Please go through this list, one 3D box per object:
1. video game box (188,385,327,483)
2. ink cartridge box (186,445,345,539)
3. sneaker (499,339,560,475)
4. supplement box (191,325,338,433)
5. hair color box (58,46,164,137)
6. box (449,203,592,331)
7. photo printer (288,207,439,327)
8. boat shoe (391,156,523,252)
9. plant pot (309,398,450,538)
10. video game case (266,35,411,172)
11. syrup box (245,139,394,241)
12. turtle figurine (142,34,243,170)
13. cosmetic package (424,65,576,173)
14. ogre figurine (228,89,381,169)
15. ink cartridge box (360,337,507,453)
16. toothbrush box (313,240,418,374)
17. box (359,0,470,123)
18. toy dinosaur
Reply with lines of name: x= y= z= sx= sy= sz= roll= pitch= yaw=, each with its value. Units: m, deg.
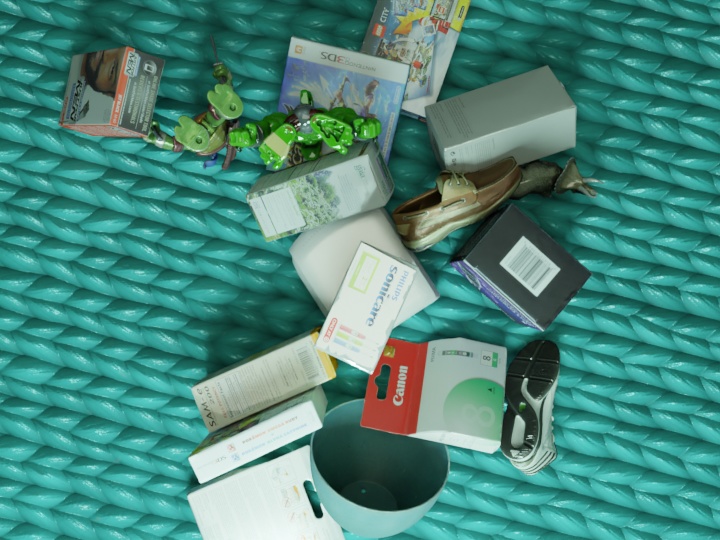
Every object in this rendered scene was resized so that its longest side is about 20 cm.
video game box: x=-0.138 y=0.223 z=1.173 sx=0.181 sy=0.200 sz=0.047 roll=-23 pitch=90 yaw=0
ink cartridge box: x=-0.143 y=0.373 z=1.252 sx=0.199 sy=0.047 sz=0.161 roll=-22 pitch=89 yaw=-5
sneaker: x=0.262 y=0.212 z=1.242 sx=0.075 sy=0.116 sz=0.202 roll=4 pitch=57 yaw=30
supplement box: x=-0.136 y=0.157 z=1.211 sx=0.199 sy=0.126 sz=0.074 roll=-24 pitch=90 yaw=1
hair color box: x=-0.363 y=-0.254 z=1.187 sx=0.064 sy=0.199 sz=0.112 roll=13 pitch=88 yaw=-42
box: x=0.221 y=-0.003 z=1.174 sx=0.148 sy=0.200 sz=0.104 roll=41 pitch=90 yaw=2
photo printer: x=0.000 y=0.000 z=1.240 sx=0.166 sy=0.069 sz=0.201 roll=-32 pitch=89 yaw=0
boat shoe: x=0.134 y=-0.104 z=1.174 sx=0.199 sy=0.076 sz=0.074 roll=-32 pitch=117 yaw=9
plant pot: x=0.019 y=0.305 z=1.192 sx=0.198 sy=0.201 sz=0.136 roll=11 pitch=128 yaw=0
video game case: x=-0.034 y=-0.229 z=1.231 sx=0.180 sy=0.045 sz=0.202 roll=14 pitch=105 yaw=3
syrup box: x=-0.057 y=-0.117 z=1.195 sx=0.198 sy=0.082 sz=0.079 roll=-16 pitch=112 yaw=18
turtle figurine: x=-0.245 y=-0.235 z=1.171 sx=0.143 sy=0.194 sz=0.202 roll=-13 pitch=101 yaw=-17
cosmetic package: x=0.206 y=-0.213 z=1.214 sx=0.198 sy=0.085 sz=0.108 roll=-16 pitch=49 yaw=0
ogre figurine: x=-0.072 y=-0.200 z=1.155 sx=0.199 sy=0.120 sz=0.099 roll=-22 pitch=108 yaw=11
ink cartridge box: x=0.111 y=0.169 z=1.208 sx=0.198 sy=0.050 sz=0.162 roll=13 pitch=53 yaw=-1
toothbrush box: x=0.009 y=0.045 z=1.105 sx=0.086 sy=0.200 sz=0.147 roll=24 pitch=91 yaw=0
box: x=0.075 y=-0.345 z=1.261 sx=0.136 sy=0.038 sz=0.202 roll=20 pitch=89 yaw=1
toy dinosaur: x=0.248 y=-0.134 z=1.225 sx=0.198 sy=0.102 sz=0.078 roll=-5 pitch=89 yaw=-1
